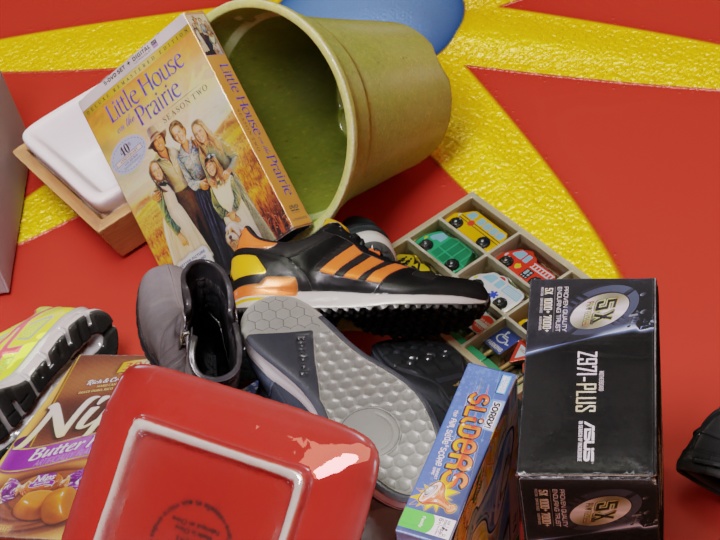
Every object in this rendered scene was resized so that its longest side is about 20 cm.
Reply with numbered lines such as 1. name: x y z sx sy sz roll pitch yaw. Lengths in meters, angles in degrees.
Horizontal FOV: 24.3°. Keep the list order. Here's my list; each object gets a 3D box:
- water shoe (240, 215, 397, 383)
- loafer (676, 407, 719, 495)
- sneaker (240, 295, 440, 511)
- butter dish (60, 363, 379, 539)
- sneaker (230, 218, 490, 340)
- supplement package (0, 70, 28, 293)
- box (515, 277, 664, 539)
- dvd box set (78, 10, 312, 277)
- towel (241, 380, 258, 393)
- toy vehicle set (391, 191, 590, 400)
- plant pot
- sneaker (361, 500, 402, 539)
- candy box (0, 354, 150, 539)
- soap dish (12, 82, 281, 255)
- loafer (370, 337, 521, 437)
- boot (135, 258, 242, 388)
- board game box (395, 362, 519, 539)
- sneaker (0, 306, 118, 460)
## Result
1. water shoe: -0.063 0.026 1.354 0.200 0.072 0.079 -27 26 0
2. loafer: 0.301 0.166 1.127 0.070 0.068 0.200 -44 48 -9
3. sneaker: -0.008 0.126 1.165 0.077 0.146 0.202 -25 48 -23
4. butter dish: -0.080 0.184 1.085 0.200 0.148 0.200 15 82 24
5. sneaker: 0.000 0.000 1.271 0.200 0.070 0.090 -1 68 -7
6. supplement package: -0.375 -0.094 1.482 0.111 0.156 0.200 -8 45 6
7. box: 0.157 0.131 1.104 0.086 0.200 0.164 -1 46 11
8. dvd box set: -0.138 -0.089 1.367 0.146 0.200 0.029 -32 -9 34
9. towel: -0.064 0.144 1.276 0.200 0.024 0.145 -29 49 -13
10. toy vehicle set: 0.107 0.023 1.345 0.124 0.027 0.200 -34 48 -19
11. plant pot: -0.027 -0.137 1.412 0.200 0.201 0.184 25 27 32
12. sneaker: 0.000 0.216 1.156 0.088 0.074 0.200 10 42 30
13. candy box: -0.204 0.145 1.248 0.116 0.057 0.200 -2 36 28
14. soap dish: -0.190 -0.111 1.508 0.200 0.081 0.157 -35 48 -20
15. loafer: 0.064 0.106 1.246 0.068 0.071 0.201 -10 24 -26
16. boot: -0.117 0.036 1.210 0.070 0.132 0.200 -9 47 -18
17. board game box: 0.067 0.175 1.082 0.034 0.200 0.135 13 51 18
18. sneaker: -0.289 0.099 1.341 0.090 0.078 0.200 18 48 42
